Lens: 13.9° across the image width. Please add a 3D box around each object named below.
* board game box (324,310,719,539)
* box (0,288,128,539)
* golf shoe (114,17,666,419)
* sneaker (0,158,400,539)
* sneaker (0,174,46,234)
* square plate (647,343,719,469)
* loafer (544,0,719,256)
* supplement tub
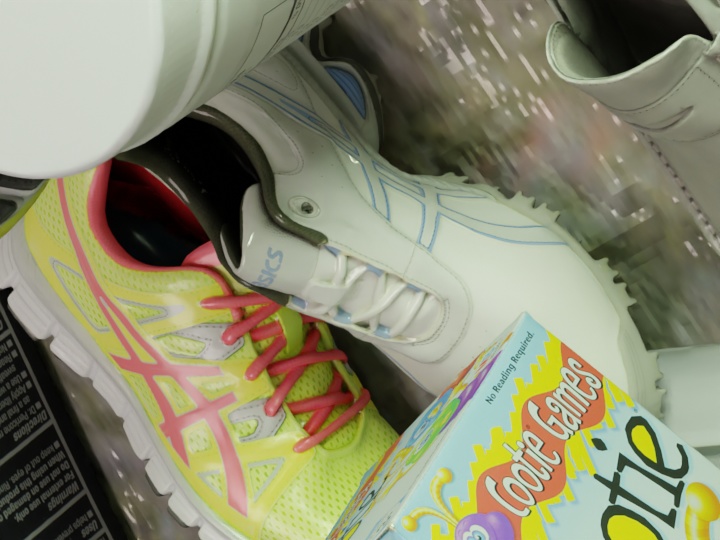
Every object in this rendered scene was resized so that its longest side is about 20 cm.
[{"bbox_3d":[0.082,0.128,0.868,0.200,0.105,0.103,38,135,-3],"label":"board game box"},{"bbox_3d":[-0.211,0.089,1.080,0.123,0.200,0.199,-12,108,42],"label":"box"},{"bbox_3d":[0.000,0.000,0.918,0.200,0.097,0.078,40,127,15],"label":"golf shoe"},{"bbox_3d":[-0.041,0.026,0.990,0.200,0.078,0.090,42,133,11],"label":"sneaker"},{"bbox_3d":[-0.125,-0.080,0.931,0.078,0.201,0.090,13,148,-13],"label":"sneaker"},{"bbox_3d":[0.148,0.113,0.926,0.199,0.028,0.199,-8,110,42],"label":"square plate"},{"bbox_3d":[0.080,-0.068,0.817,0.070,0.070,0.200,4,133,48],"label":"loafer"},{"bbox_3d":[-0.045,-0.124,0.810,0.132,0.200,0.132,20,128,29],"label":"supplement tub"}]
